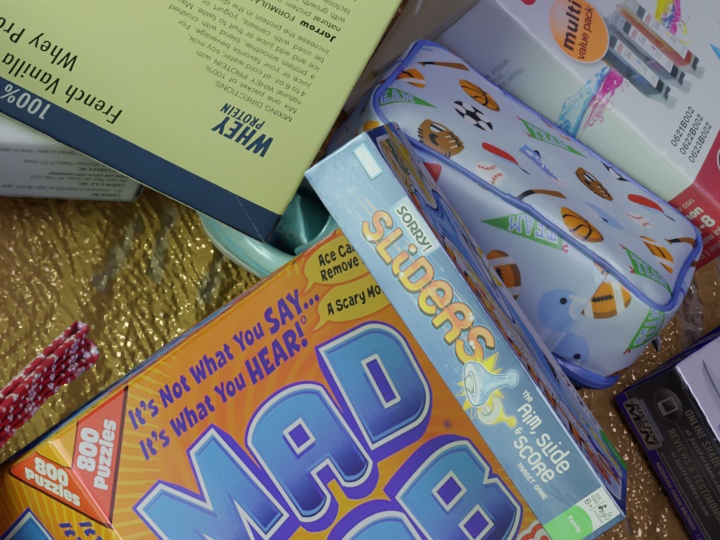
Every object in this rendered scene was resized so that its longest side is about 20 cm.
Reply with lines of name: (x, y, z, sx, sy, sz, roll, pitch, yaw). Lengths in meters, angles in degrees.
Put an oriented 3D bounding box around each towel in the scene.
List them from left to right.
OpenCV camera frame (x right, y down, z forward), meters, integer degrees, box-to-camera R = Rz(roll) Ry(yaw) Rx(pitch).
towel: (-0.194, 0.104, 1.104, 0.023, 0.144, 0.200, 47, 28, -5)

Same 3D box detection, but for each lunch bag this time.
lunch bag: (0.081, -0.028, 1.309, 0.199, 0.076, 0.160, 37, 23, 0)

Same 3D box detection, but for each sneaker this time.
sneaker: (0.000, 0.000, 1.319, 0.199, 0.082, 0.074, 24, 84, 7)

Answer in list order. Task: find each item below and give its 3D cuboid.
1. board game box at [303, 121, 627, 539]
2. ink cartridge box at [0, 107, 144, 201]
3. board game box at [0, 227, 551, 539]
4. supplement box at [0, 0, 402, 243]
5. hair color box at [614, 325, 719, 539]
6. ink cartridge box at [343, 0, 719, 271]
board game box: (0.051, 0.026, 1.165, 0.201, 0.034, 0.135, 56, 8, -1)
ink cartridge box: (-0.217, -0.113, 1.288, 0.199, 0.044, 0.174, 2, 45, -33)
board game box: (-0.060, 0.137, 1.188, 0.199, 0.200, 0.201, -36, 93, -38)
supplement box: (-0.079, -0.161, 1.234, 0.199, 0.200, 0.135, 26, 36, -6)
hair color box: (0.252, 0.072, 1.513, 0.199, 0.065, 0.110, -28, 89, -40)
ink cartridge box: (0.122, -0.100, 1.441, 0.200, 0.144, 0.146, 40, 49, -12)
